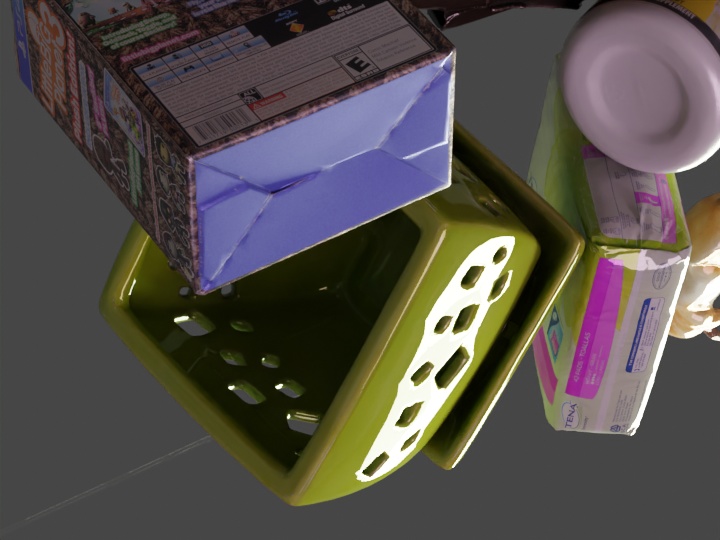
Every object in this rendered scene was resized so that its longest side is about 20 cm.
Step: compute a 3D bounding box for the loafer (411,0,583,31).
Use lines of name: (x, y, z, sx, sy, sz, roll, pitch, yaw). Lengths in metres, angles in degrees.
loafer: (0.060, -0.178, 1.708, 0.199, 0.073, 0.071, 4, 135, -40)

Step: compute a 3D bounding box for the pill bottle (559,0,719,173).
pill bottle: (0.209, -0.150, 1.779, 0.200, 0.112, 0.113, -45, 153, -46)

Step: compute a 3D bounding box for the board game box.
board game box: (-0.069, -0.108, 1.544, 0.159, 0.200, 0.097, -23, 139, -22)

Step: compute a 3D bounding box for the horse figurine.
horse figurine: (0.251, 0.001, 2.040, 0.132, 0.050, 0.201, 7, 131, -24)

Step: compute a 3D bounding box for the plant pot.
plant pot: (0.000, 0.000, 1.720, 0.181, 0.199, 0.201, 1, 125, -50)

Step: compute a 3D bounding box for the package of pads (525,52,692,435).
package of pads: (0.145, -0.022, 1.821, 0.068, 0.201, 0.155, 4, 129, -9)
